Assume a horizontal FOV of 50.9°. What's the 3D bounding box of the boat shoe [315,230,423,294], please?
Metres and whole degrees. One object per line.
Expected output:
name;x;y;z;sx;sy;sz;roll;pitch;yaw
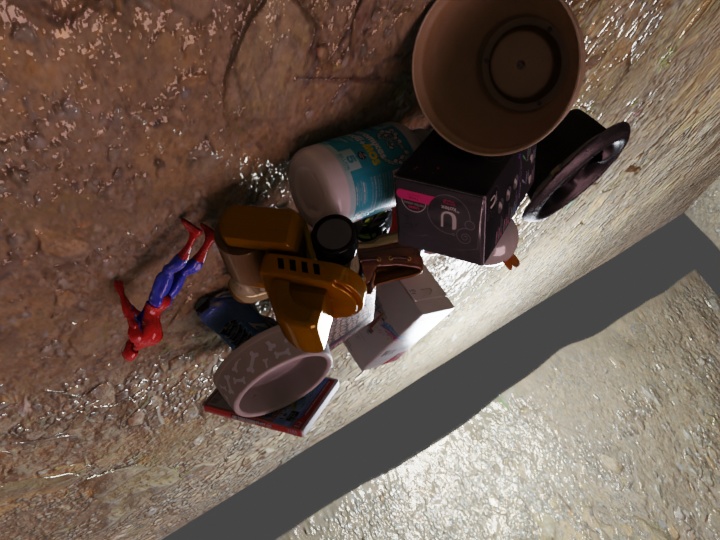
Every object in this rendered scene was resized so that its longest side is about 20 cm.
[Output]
boat shoe;0.000;0.000;1.124;0.198;0.068;0.072;-17;151;-11

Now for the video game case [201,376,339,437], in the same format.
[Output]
video game case;-0.155;0.217;1.317;0.143;0.198;0.018;-50;142;-52

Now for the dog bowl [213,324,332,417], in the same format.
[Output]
dog bowl;-0.133;0.162;1.211;0.199;0.059;0.201;-26;153;-14

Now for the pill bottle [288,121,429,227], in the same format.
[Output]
pill bottle;0.012;-0.131;1.004;0.199;0.111;0.111;-23;159;-33

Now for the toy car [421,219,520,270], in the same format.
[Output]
toy car;0.193;-0.082;1.232;0.184;0.178;0.200;-33;119;23

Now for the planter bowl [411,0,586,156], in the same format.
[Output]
planter bowl;0.178;-0.246;0.901;0.200;0.201;0.134;-46;170;31

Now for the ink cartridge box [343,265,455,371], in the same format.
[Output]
ink cartridge box;0.064;0.087;1.586;0.200;0.145;0.145;-44;159;28

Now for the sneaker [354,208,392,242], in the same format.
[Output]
sneaker;0.016;-0.087;1.151;0.070;0.084;0.200;-3;165;10

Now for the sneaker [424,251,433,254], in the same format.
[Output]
sneaker;0.185;-0.092;1.337;0.199;0.078;0.085;-28;172;-2

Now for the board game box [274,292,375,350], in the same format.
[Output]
board game box;-0.062;0.054;1.316;0.159;0.097;0.200;-35;158;-16

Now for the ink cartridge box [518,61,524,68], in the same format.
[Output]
ink cartridge box;0.214;-0.255;1.060;0.059;0.104;0.200;-38;162;8

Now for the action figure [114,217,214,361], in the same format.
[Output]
action figure;-0.270;0.017;0.975;0.201;0.099;0.065;-61;155;7

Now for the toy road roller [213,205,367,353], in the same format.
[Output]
toy road roller;-0.090;0.014;0.935;0.198;0.147;0.123;9;151;10

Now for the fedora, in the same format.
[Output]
fedora;0.294;-0.165;1.109;0.200;0.092;0.201;-32;163;-11

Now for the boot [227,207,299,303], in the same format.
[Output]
boot;-0.095;-0.035;1.125;0.199;0.073;0.156;-19;156;-29

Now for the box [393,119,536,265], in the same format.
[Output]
box;0.139;-0.117;0.966;0.200;0.121;0.107;-53;148;-41

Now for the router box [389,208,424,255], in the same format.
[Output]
router box;0.093;-0.073;1.392;0.179;0.049;0.200;-31;162;-14

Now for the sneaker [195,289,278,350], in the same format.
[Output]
sneaker;-0.184;0.101;1.226;0.078;0.090;0.200;-38;139;13
